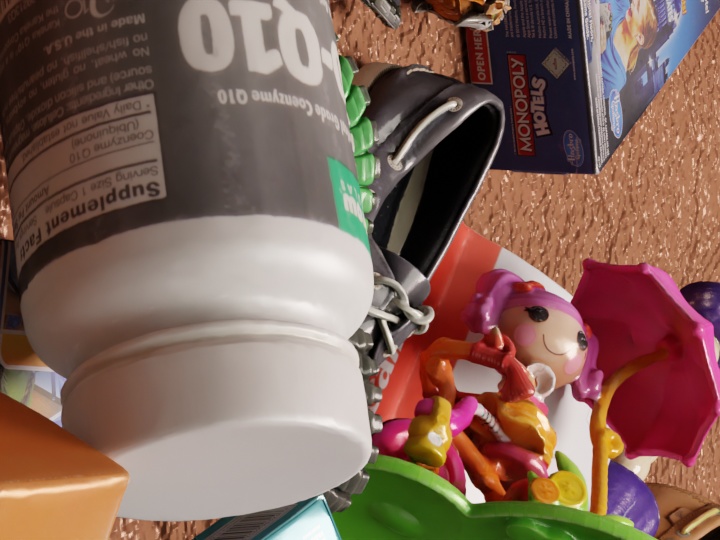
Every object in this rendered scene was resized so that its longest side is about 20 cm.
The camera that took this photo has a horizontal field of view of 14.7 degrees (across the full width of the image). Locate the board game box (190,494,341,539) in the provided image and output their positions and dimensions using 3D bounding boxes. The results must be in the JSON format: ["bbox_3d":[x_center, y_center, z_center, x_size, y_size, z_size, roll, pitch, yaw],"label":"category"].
[{"bbox_3d":[-0.037,0.201,0.969,0.151,0.047,0.200,-33,105,-40],"label":"board game box"}]

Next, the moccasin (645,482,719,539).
[{"bbox_3d":[0.132,0.182,1.351,0.201,0.078,0.074,-47,133,-47],"label":"moccasin"}]

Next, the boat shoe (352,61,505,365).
[{"bbox_3d":[0.000,0.000,1.114,0.200,0.063,0.073,-65,147,-28],"label":"boat shoe"}]

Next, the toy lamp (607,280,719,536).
[{"bbox_3d":[0.141,0.080,1.375,0.200,0.058,0.058,-54,138,-44],"label":"toy lamp"}]

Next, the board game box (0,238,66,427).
[{"bbox_3d":[-0.157,0.052,0.879,0.200,0.034,0.135,9,87,-60],"label":"board game box"}]

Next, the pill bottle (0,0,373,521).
[{"bbox_3d":[-0.057,-0.028,0.903,0.113,0.113,0.200,28,48,-58],"label":"pill bottle"}]

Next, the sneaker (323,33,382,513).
[{"bbox_3d":[-0.043,-0.010,1.028,0.085,0.078,0.200,2,80,-31],"label":"sneaker"}]

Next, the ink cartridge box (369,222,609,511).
[{"bbox_3d":[0.049,0.066,1.225,0.163,0.057,0.200,-67,150,-27],"label":"ink cartridge box"}]

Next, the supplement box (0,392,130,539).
[{"bbox_3d":[-0.138,0.139,0.840,0.067,0.069,0.200,-1,116,-55],"label":"supplement box"}]

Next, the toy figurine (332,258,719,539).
[{"bbox_3d":[0.078,0.068,1.174,0.200,0.150,0.184,30,48,-13],"label":"toy figurine"}]

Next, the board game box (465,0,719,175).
[{"bbox_3d":[0.116,-0.170,1.291,0.200,0.062,0.200,-35,123,-54],"label":"board game box"}]

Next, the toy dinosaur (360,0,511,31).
[{"bbox_3d":[0.029,-0.173,1.120,0.136,0.102,0.200,-59,166,-11],"label":"toy dinosaur"}]
